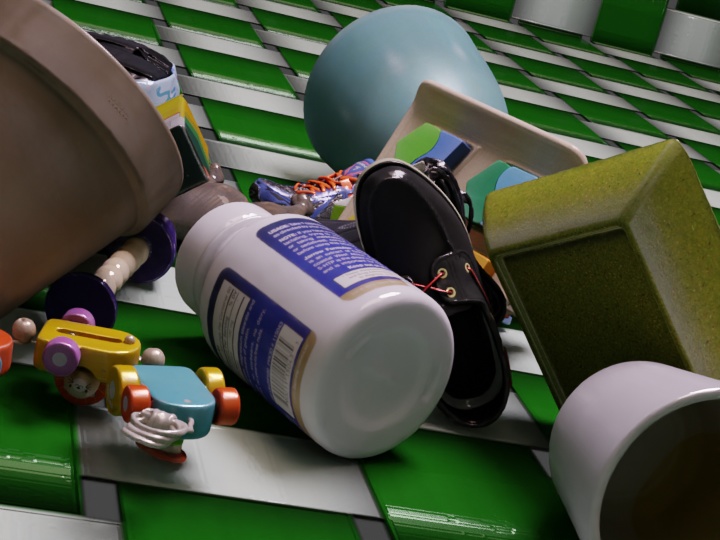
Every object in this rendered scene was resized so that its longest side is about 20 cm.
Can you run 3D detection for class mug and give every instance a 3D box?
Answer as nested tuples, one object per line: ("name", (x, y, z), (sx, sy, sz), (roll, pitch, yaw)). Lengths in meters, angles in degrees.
("mug", (0.191, 0.142, 0.984), (0.148, 0.188, 0.153), (-21, 15, -7))

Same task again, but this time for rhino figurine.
("rhino figurine", (-0.146, -0.055, 1.361), (0.198, 0.060, 0.087), (17, 28, 15))

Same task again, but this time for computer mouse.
("computer mouse", (0.000, 0.000, 1.195), (0.199, 0.140, 0.053), (-11, 22, 36))

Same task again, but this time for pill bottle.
("pill bottle", (-0.040, 0.031, 1.090), (0.119, 0.121, 0.200), (1, 23, -39))

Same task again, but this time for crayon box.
("crayon box", (-0.185, -0.083, 1.266), (0.126, 0.051, 0.200), (-25, 15, 1))

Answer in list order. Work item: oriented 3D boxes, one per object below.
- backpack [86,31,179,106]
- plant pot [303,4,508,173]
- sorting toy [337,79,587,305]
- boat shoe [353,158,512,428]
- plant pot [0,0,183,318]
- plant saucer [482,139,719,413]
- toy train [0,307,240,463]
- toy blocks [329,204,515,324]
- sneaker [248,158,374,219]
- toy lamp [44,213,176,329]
("backpack", (-0.265, -0.162, 1.485), (0.198, 0.155, 0.163), (-6, 15, 3))
("plant pot", (0.059, -0.142, 1.607), (0.199, 0.202, 0.161), (7, 27, -25))
("sorting toy", (0.061, -0.039, 1.263), (0.184, 0.201, 0.036), (30, -1, 38))
("boat shoe", (0.054, 0.016, 1.121), (0.073, 0.203, 0.063), (-23, 19, 2))
("plant pot", (-0.243, -0.056, 1.041), (0.199, 0.201, 0.174), (24, 62, 26))
("plant saucer", (0.173, 0.029, 1.098), (0.048, 0.201, 0.199), (-31, 10, -35))
("toy train", (-0.173, 0.076, 0.950), (0.198, 0.056, 0.150), (20, 19, 22))
("toy blocks", (0.085, 0.002, 1.346), (0.199, 0.101, 0.136), (12, -8, 39))
("sneaker", (-0.014, -0.069, 1.492), (0.198, 0.079, 0.075), (5, 19, -32))
("toy lamp", (-0.177, -0.001, 1.179), (0.058, 0.059, 0.200), (16, 20, 3))
